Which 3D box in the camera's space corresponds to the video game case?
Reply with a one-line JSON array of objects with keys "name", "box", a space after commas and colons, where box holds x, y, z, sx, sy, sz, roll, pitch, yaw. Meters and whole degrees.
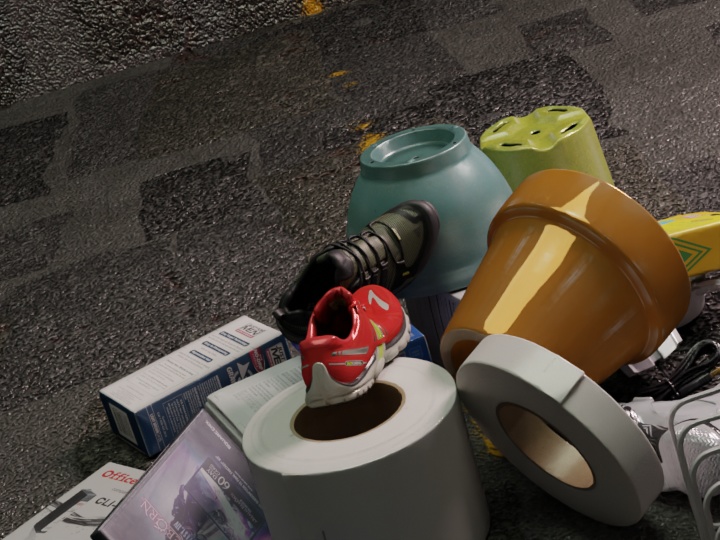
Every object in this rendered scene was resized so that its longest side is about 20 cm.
[{"name": "video game case", "box": [-0.144, 0.232, 1.497, 0.019, 0.143, 0.200, -37, 8, 34]}]

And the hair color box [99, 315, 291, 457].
[{"name": "hair color box", "box": [-0.182, 0.128, 1.862, 0.199, 0.061, 0.100, -28, 25, -25]}]

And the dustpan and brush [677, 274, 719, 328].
[{"name": "dustpan and brush", "box": [0.336, 0.024, 1.744, 0.199, 0.058, 0.139, 6, 31, 44]}]

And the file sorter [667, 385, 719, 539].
[{"name": "file sorter", "box": [0.324, 0.182, 1.283, 0.123, 0.140, 0.200, -17, 22, 6]}]

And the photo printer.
[{"name": "photo printer", "box": [-0.045, 0.142, 1.721, 0.198, 0.070, 0.166, -23, 23, -17]}]

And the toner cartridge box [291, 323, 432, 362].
[{"name": "toner cartridge box", "box": [-0.006, 0.071, 1.710, 0.094, 0.044, 0.200, -23, 23, -13]}]

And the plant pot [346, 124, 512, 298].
[{"name": "plant pot", "box": [0.071, -0.075, 1.771, 0.198, 0.135, 0.201, -13, 21, 5]}]

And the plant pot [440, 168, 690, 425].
[{"name": "plant pot", "box": [0.175, 0.041, 1.535, 0.199, 0.201, 0.183, 9, 47, 46]}]

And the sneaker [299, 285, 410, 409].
[{"name": "sneaker", "box": [-0.006, 0.050, 1.521, 0.076, 0.086, 0.200, -8, 21, 17]}]

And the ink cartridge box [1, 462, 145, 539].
[{"name": "ink cartridge box", "box": [-0.249, 0.272, 1.537, 0.143, 0.085, 0.199, 5, 30, 44]}]

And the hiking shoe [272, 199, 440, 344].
[{"name": "hiking shoe", "box": [0.000, 0.000, 1.643, 0.200, 0.076, 0.101, -40, -8, -4]}]

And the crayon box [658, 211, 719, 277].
[{"name": "crayon box", "box": [0.309, -0.018, 1.733, 0.198, 0.051, 0.127, -14, 6, -15]}]

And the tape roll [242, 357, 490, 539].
[{"name": "tape roll", "box": [0.006, 0.186, 1.491, 0.200, 0.140, 0.203, -13, 21, 5]}]

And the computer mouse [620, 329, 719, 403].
[{"name": "computer mouse", "box": [0.277, 0.070, 1.644, 0.109, 0.044, 0.200, -35, 30, 0]}]

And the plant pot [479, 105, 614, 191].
[{"name": "plant pot", "box": [0.219, -0.082, 1.913, 0.198, 0.186, 0.201, -14, 23, 6]}]

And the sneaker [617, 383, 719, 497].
[{"name": "sneaker", "box": [0.284, 0.146, 1.486, 0.114, 0.076, 0.199, -21, 16, -33]}]

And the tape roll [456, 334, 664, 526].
[{"name": "tape roll", "box": [0.168, 0.137, 1.410, 0.037, 0.203, 0.202, -47, 32, -19]}]

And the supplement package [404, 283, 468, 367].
[{"name": "supplement package", "box": [0.140, 0.047, 1.762, 0.113, 0.111, 0.200, -23, 23, -18]}]
